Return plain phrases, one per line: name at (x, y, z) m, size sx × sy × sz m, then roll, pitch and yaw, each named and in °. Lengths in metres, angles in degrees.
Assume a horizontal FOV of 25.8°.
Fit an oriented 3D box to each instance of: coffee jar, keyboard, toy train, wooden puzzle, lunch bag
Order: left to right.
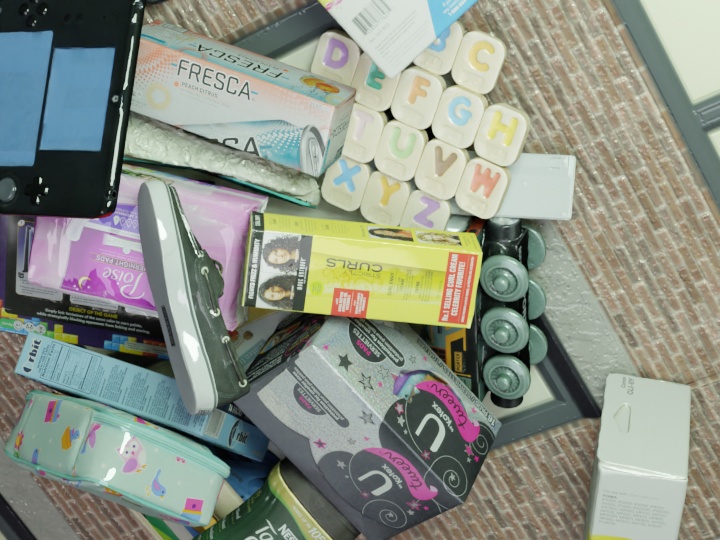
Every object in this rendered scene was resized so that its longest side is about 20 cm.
lunch bag at (-0.222, 0.172, 1.440) m, size 0.160 × 0.078 × 0.199 m, roll 28°, pitch 167°, yaw -38°
wooden puzzle at (-0.173, 0.257, 1.604) m, size 0.186 × 0.037 × 0.199 m, roll 51°, pitch 147°, yaw -9°
coffee jar at (-0.089, 0.259, 1.488) m, size 0.200 × 0.085 × 0.104 m, roll -41°, pitch 95°, yaw 7°
keyboard at (0.088, -0.077, 1.378) m, size 0.197 × 0.011 × 0.057 m, roll 4°, pitch 88°, yaw 16°
toy train at (0.108, 0.034, 1.430) m, size 0.113 × 0.085 × 0.202 m, roll 8°, pitch 123°, yaw 20°

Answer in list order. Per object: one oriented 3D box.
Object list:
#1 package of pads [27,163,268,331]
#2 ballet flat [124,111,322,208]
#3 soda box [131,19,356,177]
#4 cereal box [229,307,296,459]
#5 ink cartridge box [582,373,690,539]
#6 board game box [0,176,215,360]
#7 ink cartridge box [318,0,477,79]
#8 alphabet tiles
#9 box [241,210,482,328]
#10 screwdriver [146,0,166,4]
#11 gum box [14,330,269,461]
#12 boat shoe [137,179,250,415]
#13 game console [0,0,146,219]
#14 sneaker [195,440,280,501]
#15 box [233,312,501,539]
package of pads at (-0.187, -0.025, 1.390) m, size 0.197 × 0.076 × 0.122 m, roll 13°, pitch 103°, yaw 6°
ballet flat at (-0.126, -0.109, 1.406) m, size 0.198 × 0.072 × 0.072 m, roll 15°, pitch 124°, yaw 2°
soda box at (-0.108, -0.150, 1.352) m, size 0.198 × 0.064 × 0.069 m, roll 20°, pitch 116°, yaw 12°
cereal box at (-0.070, 0.104, 1.537) m, size 0.200 × 0.040 × 0.144 m, roll 43°, pitch 121°, yaw -14°
ink cartridge box at (0.254, 0.221, 1.467) m, size 0.082 × 0.146 × 0.202 m, roll 7°, pitch 123°, yaw 8°
board game box at (-0.241, -0.013, 1.475) m, size 0.197 × 0.057 × 0.167 m, roll 10°, pitch 107°, yaw 8°
ink cartridge box at (0.004, -0.270, 1.258) m, size 0.115 × 0.068 × 0.200 m, roll -39°, pitch 98°, yaw 28°
alphabet tiles at (0.042, -0.125, 1.349) m, size 0.198 × 0.015 × 0.197 m, roll 25°, pitch 114°, yaw 12°
box at (0.000, 0.000, 1.338) m, size 0.197 × 0.050 × 0.076 m, roll 6°, pitch 111°, yaw -8°
screwdriver at (-0.220, -0.231, 1.373) m, size 0.198 × 0.028 × 0.029 m, roll -16°, pitch 86°, yaw 23°
gum box at (-0.200, 0.121, 1.482) m, size 0.198 × 0.170 × 0.045 m, roll 17°, pitch 81°, yaw 19°
boat shoe at (-0.142, 0.020, 1.328) m, size 0.056 × 0.068 × 0.203 m, roll -15°, pitch 97°, yaw -22°
game console at (-0.268, -0.145, 1.347) m, size 0.175 × 0.031 × 0.203 m, roll 3°, pitch 82°, yaw 34°
sneaker at (-0.132, 0.216, 1.602) m, size 0.198 × 0.079 × 0.066 m, roll 24°, pitch 127°, yaw 0°
box at (0.006, 0.128, 1.421) m, size 0.200 × 0.115 × 0.132 m, roll 46°, pitch 133°, yaw -13°
